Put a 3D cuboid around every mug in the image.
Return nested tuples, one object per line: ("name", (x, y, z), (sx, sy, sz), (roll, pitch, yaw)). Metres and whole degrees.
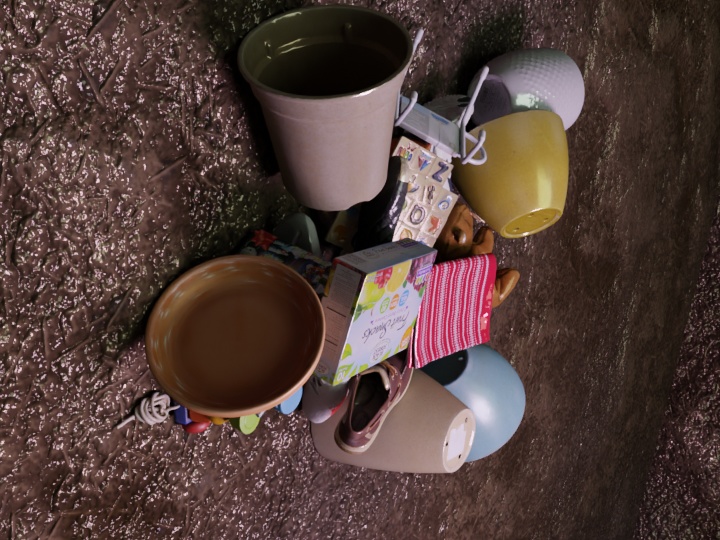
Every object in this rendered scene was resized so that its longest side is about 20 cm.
("mug", (0.248, -0.265, 1.524), (0.174, 0.148, 0.201), (-18, 147, -45))

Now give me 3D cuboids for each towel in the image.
("towel", (0.135, 0.055, 1.338), (0.199, 0.022, 0.146), (-12, 111, -51))

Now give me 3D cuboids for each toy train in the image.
("toy train", (-0.167, 0.160, 1.073), (0.199, 0.115, 0.086), (-28, 124, -49))

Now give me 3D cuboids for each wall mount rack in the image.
("wall mount rack", (0.112, -0.242, 1.306), (0.199, 0.075, 0.175), (26, 42, -18))

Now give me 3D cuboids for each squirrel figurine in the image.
("squirrel figurine", (0.134, -0.001, 1.431), (0.201, 0.141, 0.187), (-52, 147, -21))

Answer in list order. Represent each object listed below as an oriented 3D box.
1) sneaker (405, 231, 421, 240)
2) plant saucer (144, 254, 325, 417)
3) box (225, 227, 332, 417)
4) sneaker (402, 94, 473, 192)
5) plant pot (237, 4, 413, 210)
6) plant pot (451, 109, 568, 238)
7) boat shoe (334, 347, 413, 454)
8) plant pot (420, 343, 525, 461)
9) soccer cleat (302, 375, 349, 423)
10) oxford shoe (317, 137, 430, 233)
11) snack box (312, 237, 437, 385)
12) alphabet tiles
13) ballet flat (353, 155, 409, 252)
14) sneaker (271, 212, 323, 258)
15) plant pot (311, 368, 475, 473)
("sneaker", (0.000, 0.000, 1.320), (0.200, 0.085, 0.073), (-49, 159, -4))
("plant saucer", (-0.137, 0.074, 1.023), (0.201, 0.199, 0.038), (-54, 159, -29))
("box", (-0.119, 0.055, 1.083), (0.201, 0.136, 0.040), (-55, 158, -28))
("sneaker", (0.112, -0.164, 1.399), (0.200, 0.079, 0.130), (-54, 142, -29))
("plant pot", (-0.036, -0.182, 1.097), (0.201, 0.199, 0.185), (-47, 149, -36))
("plant pot", (0.246, -0.137, 1.457), (0.199, 0.199, 0.143), (18, 51, -57))
("boat shoe", (0.025, 0.152, 1.264), (0.201, 0.072, 0.072), (-57, 169, -33))
("plant pot", (0.150, 0.184, 1.485), (0.201, 0.199, 0.135), (-58, 139, -24))
("soccer cleat", (-0.037, 0.125, 1.261), (0.201, 0.068, 0.085), (-61, 161, 19))
("oxford shoe", (0.018, -0.119, 1.273), (0.199, 0.071, 0.073), (-33, 131, -23))
("snack box", (0.015, 0.045, 1.128), (0.199, 0.053, 0.144), (-18, 130, -60))
("alphabet tiles", (0.044, -0.072, 1.248), (0.165, 0.006, 0.202), (23, 98, -36))
("ballet flat", (0.030, -0.055, 1.203), (0.056, 0.067, 0.202), (2, 117, -28))
("sneaker", (-0.073, 0.006, 1.209), (0.080, 0.070, 0.202), (-47, 144, -46))
("plant pot", (0.061, 0.220, 1.359), (0.187, 0.198, 0.189), (-27, 124, -48))
